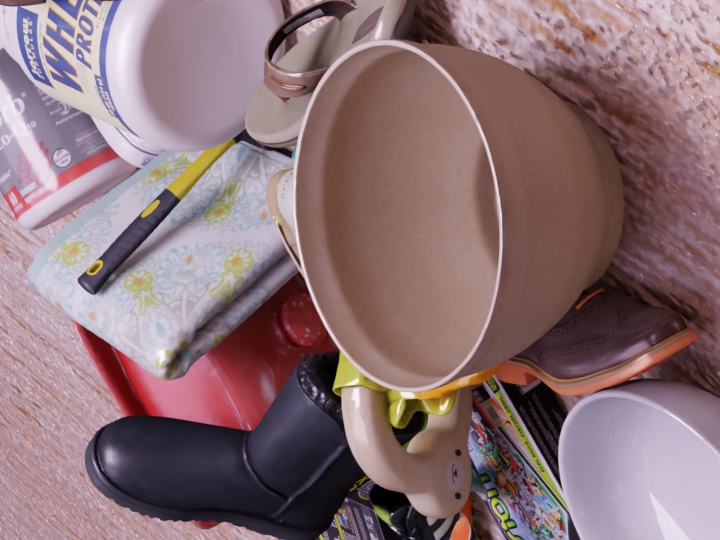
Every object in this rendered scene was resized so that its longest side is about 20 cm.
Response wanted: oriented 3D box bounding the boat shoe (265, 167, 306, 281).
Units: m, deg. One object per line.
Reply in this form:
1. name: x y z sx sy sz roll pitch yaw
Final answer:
1. boat shoe: 0.000 0.000 1.443 0.066 0.074 0.201 16 145 45

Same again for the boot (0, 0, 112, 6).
1. boot: -0.194 -0.224 1.364 0.198 0.097 0.075 -11 71 25

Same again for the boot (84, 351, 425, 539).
1. boot: -0.073 0.110 1.454 0.168 0.199 0.077 -53 28 42

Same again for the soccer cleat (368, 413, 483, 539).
1. soccer cleat: 0.045 0.178 1.559 0.067 0.081 0.201 33 142 40

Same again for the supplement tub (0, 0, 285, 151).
1. supplement tub: -0.163 -0.177 1.495 0.199 0.144 0.146 25 137 46

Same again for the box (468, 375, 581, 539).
1. box: 0.127 0.154 1.452 0.201 0.035 0.110 60 152 0

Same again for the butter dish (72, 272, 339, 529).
1. butter dish: -0.084 0.060 1.589 0.147 0.199 0.201 -28 94 39

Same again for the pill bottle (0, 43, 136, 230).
1. pill bottle: -0.282 -0.146 1.751 0.201 0.115 0.116 60 152 0

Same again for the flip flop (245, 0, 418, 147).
1. flip flop: -0.029 -0.143 1.365 0.057 0.082 0.200 20 157 -22

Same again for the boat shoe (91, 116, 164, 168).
1. boat shoe: -0.206 -0.175 1.666 0.200 0.071 0.070 53 124 21

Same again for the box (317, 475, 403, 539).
1. box: 0.008 0.251 1.731 0.160 0.044 0.202 16 129 53

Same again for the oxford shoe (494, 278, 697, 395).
1. oxford shoe: 0.131 0.030 1.293 0.199 0.071 0.073 -3 110 60

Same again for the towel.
1. towel: -0.126 -0.022 1.530 0.171 0.200 0.048 27 152 43

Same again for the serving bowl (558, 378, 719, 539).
1. serving bowl: 0.212 0.148 1.275 0.200 0.066 0.201 39 146 33

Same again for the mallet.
1. mallet: -0.137 -0.064 1.514 0.066 0.200 0.041 40 168 41

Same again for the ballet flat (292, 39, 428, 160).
1. ballet flat: 0.018 -0.098 1.381 0.063 0.069 0.200 34 157 -12

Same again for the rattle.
1. rattle: 0.080 0.106 1.372 0.142 0.131 0.201 -16 116 23

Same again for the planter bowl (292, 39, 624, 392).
1. planter bowl: 0.069 -0.038 1.229 0.199 0.134 0.202 14 108 51
